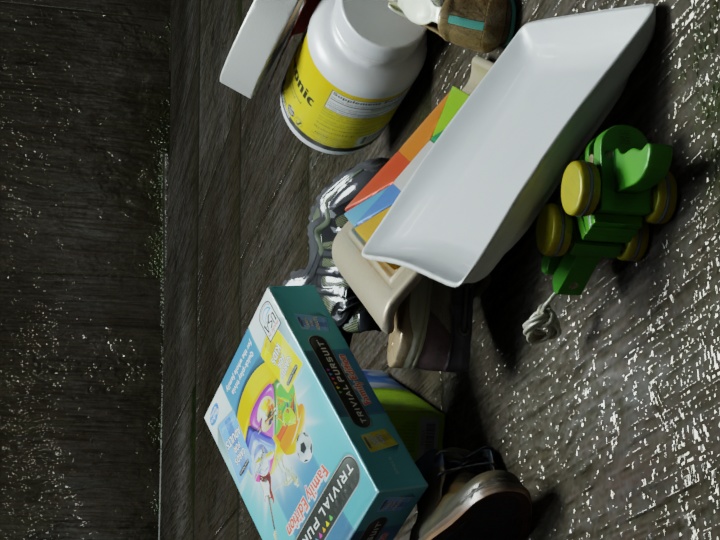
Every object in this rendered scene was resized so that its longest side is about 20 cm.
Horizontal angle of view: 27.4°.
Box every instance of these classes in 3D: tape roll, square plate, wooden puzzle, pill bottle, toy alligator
[{"bbox_3d":[-0.071,-0.258,1.387,0.204,0.037,0.203,-62,4,8],"label":"tape roll"},{"bbox_3d":[0.092,-0.076,0.927,0.201,0.028,0.198,-55,17,-5],"label":"square plate"},{"bbox_3d":[0.050,-0.065,1.083,0.201,0.037,0.185,-53,20,5],"label":"wooden puzzle"},{"bbox_3d":[-0.002,-0.193,1.346,0.200,0.110,0.112,128,143,-65],"label":"pill bottle"},{"bbox_3d":[0.131,-0.028,0.862,0.200,0.059,0.055,115,155,-55],"label":"toy alligator"}]

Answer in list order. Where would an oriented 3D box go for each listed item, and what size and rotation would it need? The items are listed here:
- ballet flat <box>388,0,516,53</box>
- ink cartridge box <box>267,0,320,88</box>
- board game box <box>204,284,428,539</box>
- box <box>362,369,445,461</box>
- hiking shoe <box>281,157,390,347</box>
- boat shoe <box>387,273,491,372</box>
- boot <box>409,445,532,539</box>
[{"bbox_3d":[0.061,-0.213,1.168,0.200,0.072,0.068,-118,34,-66],"label":"ballet flat"},{"bbox_3d":[-0.016,-0.276,1.402,0.162,0.050,0.201,127,167,-66],"label":"ink cartridge box"},{"bbox_3d":[-0.040,0.135,1.120,0.201,0.047,0.152,59,136,36],"label":"board game box"},{"bbox_3d":[-0.012,0.122,1.278,0.200,0.121,0.048,-157,71,-75],"label":"box"},{"bbox_3d":[0.000,0.000,1.233,0.101,0.075,0.201,48,132,28],"label":"hiking shoe"},{"bbox_3d":[0.066,0.001,1.110,0.201,0.064,0.072,-74,6,-47],"label":"boat shoe"},{"bbox_3d":[0.067,0.156,1.044,0.200,0.074,0.098,114,153,-59],"label":"boot"}]
